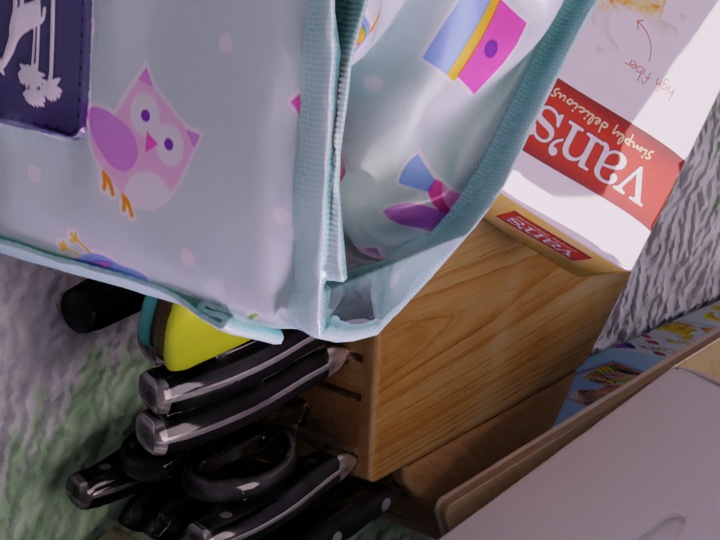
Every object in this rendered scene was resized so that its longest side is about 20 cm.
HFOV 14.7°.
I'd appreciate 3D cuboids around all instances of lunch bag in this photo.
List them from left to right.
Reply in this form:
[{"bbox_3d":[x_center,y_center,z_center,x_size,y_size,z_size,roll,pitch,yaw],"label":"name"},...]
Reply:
[{"bbox_3d":[-0.032,-0.090,0.612,0.122,0.170,0.201,42,68,-54],"label":"lunch bag"}]

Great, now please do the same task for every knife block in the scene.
[{"bbox_3d":[0.000,0.000,0.793,0.201,0.064,0.176,-61,145,-14],"label":"knife block"}]

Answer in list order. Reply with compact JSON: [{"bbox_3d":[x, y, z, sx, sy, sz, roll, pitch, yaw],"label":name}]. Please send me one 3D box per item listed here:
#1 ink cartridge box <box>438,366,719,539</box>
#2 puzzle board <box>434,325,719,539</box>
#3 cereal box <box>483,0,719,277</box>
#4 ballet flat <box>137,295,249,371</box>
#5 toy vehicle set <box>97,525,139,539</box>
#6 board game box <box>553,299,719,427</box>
[{"bbox_3d":[0.090,0.151,0.801,0.145,0.084,0.201,-34,123,-21],"label":"ink cartridge box"},{"bbox_3d":[0.120,0.081,0.859,0.200,0.017,0.151,-30,121,-21],"label":"puzzle board"},{"bbox_3d":[0.054,-0.118,0.773,0.144,0.039,0.201,30,77,-17],"label":"cereal box"},{"bbox_3d":[0.011,-0.060,0.693,0.067,0.067,0.201,80,31,-76],"label":"ballet flat"},{"bbox_3d":[-0.015,0.173,0.797,0.026,0.124,0.201,-40,135,-27],"label":"toy vehicle set"},{"bbox_3d":[0.131,0.085,0.980,0.200,0.105,0.104,-19,120,-49],"label":"board game box"}]
